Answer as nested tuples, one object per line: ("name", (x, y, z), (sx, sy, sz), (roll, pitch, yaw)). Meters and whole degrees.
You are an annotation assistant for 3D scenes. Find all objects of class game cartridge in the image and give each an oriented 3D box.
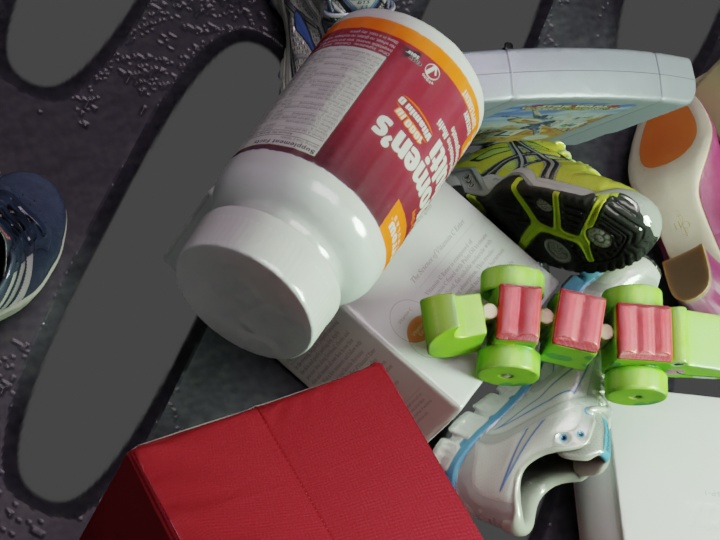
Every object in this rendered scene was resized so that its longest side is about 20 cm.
("game cartridge", (0.107, -0.109, 1.613), (0.199, 0.133, 0.042), (-2, 85, -32))

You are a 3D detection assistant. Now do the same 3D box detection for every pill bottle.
("pill bottle", (-0.018, -0.050, 1.467), (0.109, 0.110, 0.200), (36, 56, -3))

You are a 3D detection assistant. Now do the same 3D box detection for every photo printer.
("photo printer", (0.217, 0.179, 1.596), (0.166, 0.069, 0.201), (8, 61, -21))

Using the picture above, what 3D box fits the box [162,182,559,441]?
("box", (0.000, 0.000, 1.575), (0.200, 0.098, 0.124), (42, 55, 0))

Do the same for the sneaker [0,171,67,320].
("sneaker", (-0.217, -0.013, 1.470), (0.075, 0.085, 0.200), (38, 38, -2))

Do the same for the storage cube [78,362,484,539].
("storage cube", (-0.040, 0.185, 1.401), (0.170, 0.200, 0.180), (-18, 67, -31))

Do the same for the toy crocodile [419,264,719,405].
("toy crocodile", (0.131, 0.036, 1.507), (0.199, 0.062, 0.068), (8, 71, -9))

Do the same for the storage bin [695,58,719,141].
("storage bin", (0.361, -0.107, 1.796), (0.198, 0.094, 0.200), (-31, 79, -38))

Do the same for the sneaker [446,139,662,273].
("sneaker", (0.115, -0.051, 1.581), (0.076, 0.200, 0.076), (-46, 123, -23))

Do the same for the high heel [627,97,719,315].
("high heel", (0.237, -0.031, 1.739), (0.096, 0.067, 0.201), (45, 26, -43))

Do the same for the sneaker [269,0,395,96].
("sneaker", (-0.013, -0.157, 1.660), (0.077, 0.085, 0.201), (-9, 69, -28))

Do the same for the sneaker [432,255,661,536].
("sneaker", (0.133, 0.081, 1.560), (0.087, 0.075, 0.200), (31, 81, 39))

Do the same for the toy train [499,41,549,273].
("toy train", (0.107, -0.064, 1.697), (0.046, 0.034, 0.201), (12, 59, -21))
